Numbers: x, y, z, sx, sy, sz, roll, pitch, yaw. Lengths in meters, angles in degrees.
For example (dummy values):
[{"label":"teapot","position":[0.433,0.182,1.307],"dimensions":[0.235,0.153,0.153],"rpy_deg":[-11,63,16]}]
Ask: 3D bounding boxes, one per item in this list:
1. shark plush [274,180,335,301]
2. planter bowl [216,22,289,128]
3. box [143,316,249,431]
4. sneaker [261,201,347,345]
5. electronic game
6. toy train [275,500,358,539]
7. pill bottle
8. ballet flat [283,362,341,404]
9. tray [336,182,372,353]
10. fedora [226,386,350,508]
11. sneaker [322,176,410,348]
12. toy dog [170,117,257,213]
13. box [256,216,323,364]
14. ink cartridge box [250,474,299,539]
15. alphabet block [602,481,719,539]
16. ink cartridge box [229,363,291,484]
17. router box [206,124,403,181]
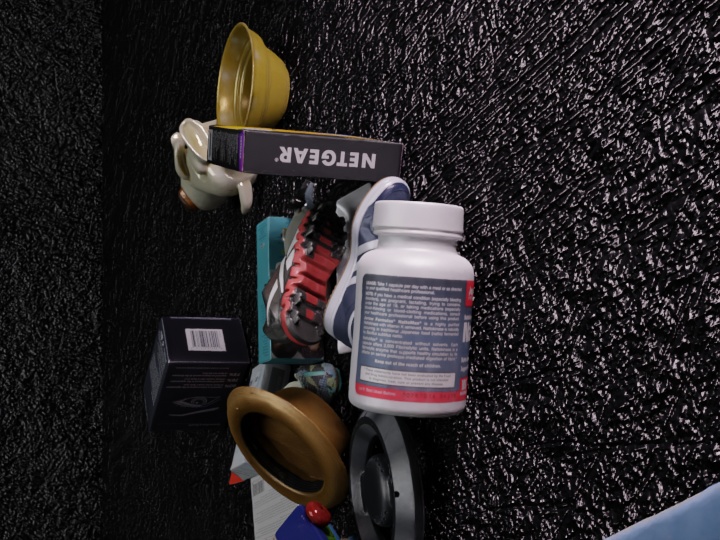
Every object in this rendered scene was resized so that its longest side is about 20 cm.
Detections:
[{"label":"shark plush","position":[-0.077,-0.031,1.216],"dimensions":[0.090,0.083,0.201],"rpy_deg":[-28,56,13]},{"label":"planter bowl","position":[-0.167,-0.291,1.428],"dimensions":[0.200,0.083,0.203],"rpy_deg":[-178,90,-65]},{"label":"box","position":[-0.296,0.186,1.574],"dimensions":[0.105,0.147,0.201],"rpy_deg":[-110,34,-40]},{"label":"sneaker","position":[-0.075,0.005,1.099],"dimensions":[0.097,0.071,0.202],"rpy_deg":[-22,47,45]},{"label":"electronic game","position":[0.029,0.245,0.990],"dimensions":[0.200,0.041,0.202],"rpy_deg":[178,90,-72]},{"label":"toy train","position":[-0.011,0.358,0.993],"dimensions":[0.085,0.115,0.200],"rpy_deg":[-51,40,4]},{"label":"pill bottle","position":[0.052,0.036,0.876],"dimensions":[0.119,0.118,0.202],"rpy_deg":[-174,88,-65]},{"label":"ballet flat","position":[-0.090,0.190,1.225],"dimensions":[0.201,0.074,0.075],"rpy_deg":[118,145,-42]},{"label":"tray","position":[0.000,0.000,1.107],"dimensions":[0.107,0.022,0.202],"rpy_deg":[160,111,-64]},{"label":"fedora","position":[-0.080,0.211,1.132],"dimensions":[0.199,0.082,0.202],"rpy_deg":[25,135,28]},{"label":"sneaker","position":[0.031,0.004,0.987],"dimensions":[0.108,0.070,0.202],"rpy_deg":[35,110,49]},{"label":"toy dog","position":[-0.256,-0.180,1.582],"dimensions":[0.195,0.139,0.200],"rpy_deg":[54,149,-3]},{"label":"box","position":[-0.100,0.029,1.248],"dimensions":[0.049,0.081,0.202],"rpy_deg":[-26,64,61]},{"label":"ink cartridge box","position":[-0.105,0.364,1.261],"dimensions":[0.200,0.044,0.178],"rpy_deg":[137,132,-57]},{"label":"alphabet block","position":[0.243,0.176,0.354],"dimensions":[0.196,0.198,0.198],"rpy_deg":[-51,43,50]},{"label":"ink cartridge box","position":[-0.176,0.240,1.382],"dimensions":[0.200,0.047,0.162],"rpy_deg":[-36,39,57]},{"label":"router box","position":[-0.069,-0.141,1.063],"dimensions":[0.149,0.198,0.052],"rpy_deg":[-156,69,-62]}]
